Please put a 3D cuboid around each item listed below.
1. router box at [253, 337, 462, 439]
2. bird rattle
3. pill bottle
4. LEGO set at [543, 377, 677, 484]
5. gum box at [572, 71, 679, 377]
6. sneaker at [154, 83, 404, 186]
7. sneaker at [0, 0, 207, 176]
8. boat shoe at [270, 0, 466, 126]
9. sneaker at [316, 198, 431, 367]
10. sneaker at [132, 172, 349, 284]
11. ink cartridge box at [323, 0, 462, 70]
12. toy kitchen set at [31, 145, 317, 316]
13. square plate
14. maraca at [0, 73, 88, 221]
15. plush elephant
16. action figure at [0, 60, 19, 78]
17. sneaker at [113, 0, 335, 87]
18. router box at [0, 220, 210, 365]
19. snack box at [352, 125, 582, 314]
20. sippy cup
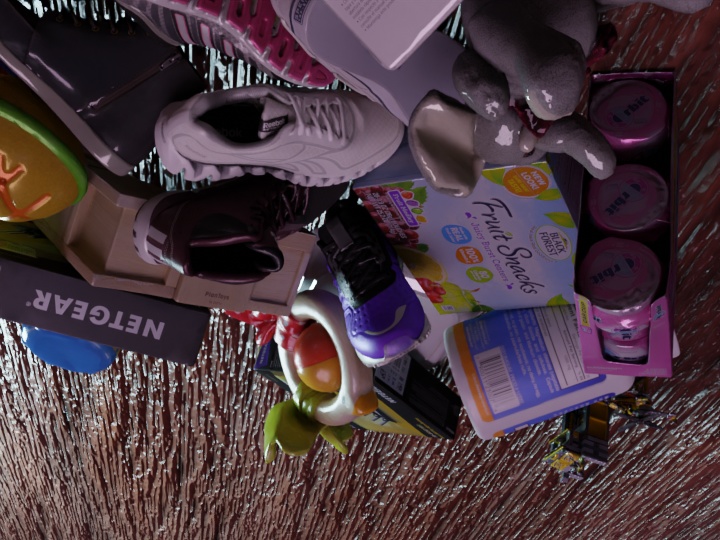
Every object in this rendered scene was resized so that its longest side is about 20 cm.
[{"bbox_3d":[0.001,0.127,1.206,0.156,0.053,0.200,1,156,33],"label":"router box"},{"bbox_3d":[-0.041,0.078,1.046,0.112,0.203,0.162,-4,172,-37],"label":"bird rattle"},{"bbox_3d":[0.185,0.073,1.007,0.198,0.113,0.112,-21,141,8],"label":"pill bottle"},{"bbox_3d":[0.216,0.143,1.136,0.152,0.117,0.200,24,146,-18],"label":"LEGO set"},{"bbox_3d":[0.196,-0.029,0.792,0.065,0.202,0.114,1,148,18],"label":"gum box"},{"bbox_3d":[-0.051,-0.106,0.822,0.197,0.076,0.081,-7,171,-24],"label":"sneaker"},{"bbox_3d":[-0.215,-0.182,0.839,0.106,0.075,0.200,-42,102,4],"label":"sneaker"},{"bbox_3d":[0.012,-0.157,0.785,0.199,0.073,0.066,17,-162,-47],"label":"boat shoe"},{"bbox_3d":[-0.001,0.000,0.939,0.069,0.201,0.100,-29,118,5],"label":"sneaker"},{"bbox_3d":[-0.070,-0.034,0.860,0.115,0.198,0.077,32,138,48],"label":"sneaker"},{"bbox_3d":[0.026,-0.245,0.610,0.176,0.045,0.200,45,122,-5],"label":"ink cartridge box"},{"bbox_3d":[-0.156,-0.079,0.970,0.198,0.165,0.180,12,-166,-40],"label":"toy kitchen set"},{"bbox_3d":[0.019,0.042,1.133,0.198,0.029,0.199,18,147,-9],"label":"square plate"},{"bbox_3d":[-0.307,-0.109,0.858,0.198,0.108,0.137,29,149,-13],"label":"maraca"},{"bbox_3d":[0.115,-0.123,0.721,0.199,0.165,0.156,25,146,38],"label":"plush elephant"},{"bbox_3d":[-0.320,-0.183,0.882,0.199,0.052,0.065,29,142,-29],"label":"action figure"},{"bbox_3d":[-0.102,-0.187,0.776,0.198,0.075,0.087,21,170,-35],"label":"sneaker"},{"bbox_3d":[-0.245,0.012,0.982,0.198,0.053,0.157,17,-168,-22],"label":"router box"},{"bbox_3d":[0.111,-0.045,0.925,0.167,0.068,0.200,-5,146,26],"label":"snack box"},{"bbox_3d":[-0.283,0.029,1.120,0.176,0.132,0.140,-9,143,30],"label":"sippy cup"}]
